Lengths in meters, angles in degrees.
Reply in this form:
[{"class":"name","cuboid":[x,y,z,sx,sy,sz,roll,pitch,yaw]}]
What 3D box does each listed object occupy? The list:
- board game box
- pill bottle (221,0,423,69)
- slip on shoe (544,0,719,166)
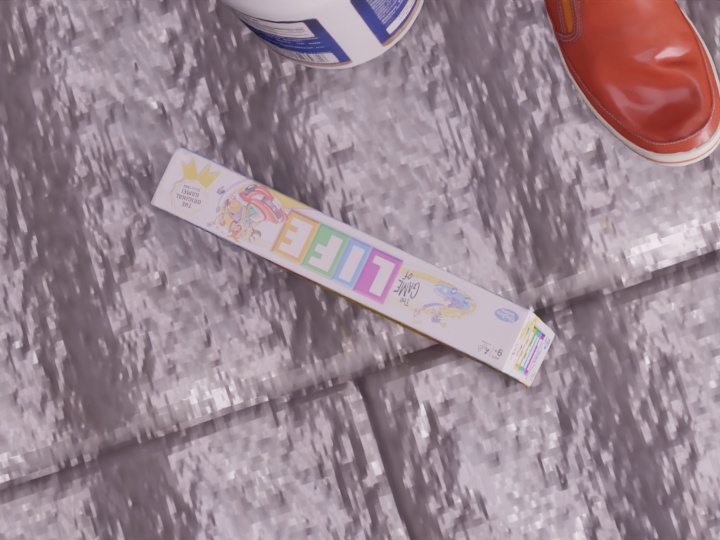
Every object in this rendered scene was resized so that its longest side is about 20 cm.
[{"class":"board game box","cuboid":[0.000,0.000,1.154,0.200,0.134,0.034,25,88,12]},{"class":"pill bottle","cuboid":[-0.031,-0.177,1.146,0.111,0.200,0.111,-1,83,9]},{"class":"slip on shoe","cuboid":[0.134,-0.147,1.185,0.074,0.061,0.200,-25,81,5]}]
